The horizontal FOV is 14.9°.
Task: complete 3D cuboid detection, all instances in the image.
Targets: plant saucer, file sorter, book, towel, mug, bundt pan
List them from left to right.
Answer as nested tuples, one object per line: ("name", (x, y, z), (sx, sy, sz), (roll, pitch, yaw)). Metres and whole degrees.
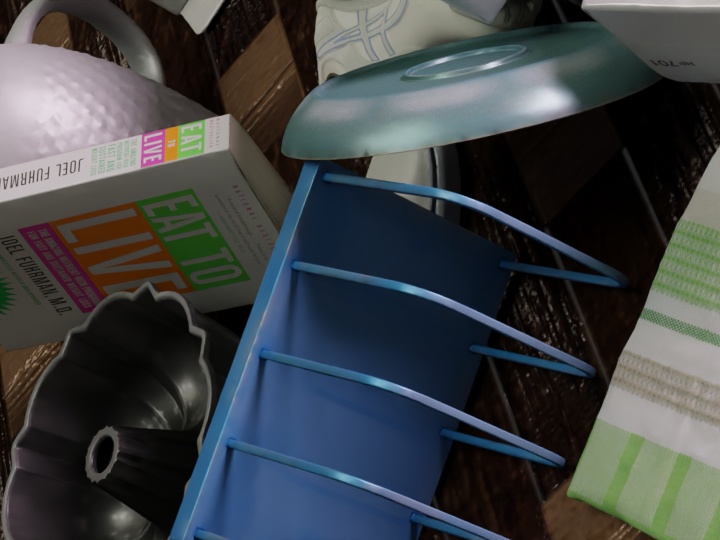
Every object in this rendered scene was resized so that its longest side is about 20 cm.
("mug", (-0.173, -0.081, 1.688), (0.147, 0.175, 0.201), (-26, 47, 44))
("book", (-0.141, -0.022, 1.566), (0.199, 0.134, 0.048), (-13, 53, 17))
("bundt pan", (-0.117, 0.114, 1.553), (0.201, 0.076, 0.203), (-29, 51, 41))
("file sorter", (0.024, 0.067, 1.331), (0.122, 0.138, 0.201), (11, 79, 54))
("plant saucer", (0.054, -0.093, 1.374), (0.200, 0.199, 0.028), (4, 111, 56))
("towel", (0.178, 0.032, 1.249), (0.149, 0.031, 0.201), (23, 90, 60))

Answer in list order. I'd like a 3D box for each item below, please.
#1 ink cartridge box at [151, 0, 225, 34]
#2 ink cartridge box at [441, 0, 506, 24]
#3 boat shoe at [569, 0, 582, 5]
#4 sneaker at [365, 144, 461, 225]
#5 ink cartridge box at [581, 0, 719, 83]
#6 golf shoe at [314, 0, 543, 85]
("ink cartridge box", (-0.132, -0.253, 1.855), (0.116, 0.067, 0.200), (-55, 33, 11))
("ink cartridge box", (0.048, -0.245, 1.434), (0.145, 0.084, 0.200), (-54, 33, 18))
("boat shoe", (0.114, -0.233, 1.491), (0.070, 0.071, 0.201), (-34, 42, 21))
("sneaker", (0.000, 0.000, 1.479), (0.073, 0.071, 0.201), (-12, 58, 51))
("ink cartridge box", (0.203, -0.195, 1.281), (0.146, 0.086, 0.201), (5, 72, 39))
("golf shoe", (0.036, -0.124, 1.538), (0.200, 0.078, 0.098), (14, 97, 63))
